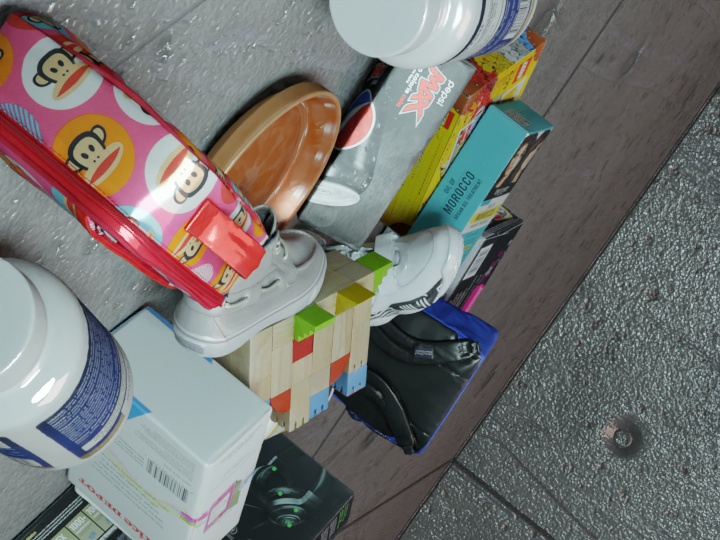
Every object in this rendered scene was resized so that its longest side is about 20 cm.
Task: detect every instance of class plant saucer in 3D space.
[{"bbox_3d":[-0.090,-0.071,1.162,0.200,0.032,0.200,-48,165,-17],"label":"plant saucer"}]

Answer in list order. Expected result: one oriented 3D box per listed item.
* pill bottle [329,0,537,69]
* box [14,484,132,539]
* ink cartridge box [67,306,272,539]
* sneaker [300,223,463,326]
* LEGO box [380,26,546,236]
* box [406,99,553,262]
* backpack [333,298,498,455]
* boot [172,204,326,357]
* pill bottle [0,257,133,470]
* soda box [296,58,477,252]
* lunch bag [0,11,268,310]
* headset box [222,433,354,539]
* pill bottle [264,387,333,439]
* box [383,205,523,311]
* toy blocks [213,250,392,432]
[{"bbox_3d":[0.057,-0.217,1.114,0.111,0.111,0.200,-60,164,25],"label":"pill bottle"},{"bbox_3d":[-0.263,0.318,1.277,0.200,0.164,0.086,-44,164,-32],"label":"box"},{"bbox_3d":[-0.168,0.150,1.210,0.085,0.144,0.200,-40,161,-37],"label":"ink cartridge box"},{"bbox_3d":[0.000,0.000,1.375,0.115,0.075,0.200,24,141,-38],"label":"sneaker"},{"bbox_3d":[0.088,-0.150,1.432,0.149,0.077,0.200,-39,160,-41],"label":"LEGO box"},{"bbox_3d":[0.111,-0.075,1.425,0.200,0.049,0.082,-57,164,23],"label":"box"},{"bbox_3d":[0.029,0.079,1.553,0.163,0.199,0.168,-59,174,15],"label":"backpack"},{"bbox_3d":[-0.077,-0.011,1.146,0.200,0.073,0.096,-44,156,-55],"label":"boot"},{"bbox_3d":[-0.219,0.057,0.904,0.111,0.111,0.200,-50,165,-11],"label":"pill bottle"},{"bbox_3d":[0.019,-0.121,1.266,0.200,0.071,0.063,-57,-162,15],"label":"soda box"},{"bbox_3d":[-0.126,-0.051,0.809,0.082,0.176,0.200,-51,165,-5],"label":"lunch bag"},{"bbox_3d":[-0.127,0.268,1.561,0.200,0.174,0.093,-47,164,-26],"label":"headset box"},{"bbox_3d":[-0.109,0.110,1.370,0.112,0.111,0.200,-57,164,16],"label":"pill bottle"},{"bbox_3d":[0.079,-0.002,1.684,0.132,0.115,0.201,-22,146,-60],"label":"box"},{"bbox_3d":[-0.060,0.075,1.245,0.200,0.100,0.137,-27,134,-40],"label":"toy blocks"}]
